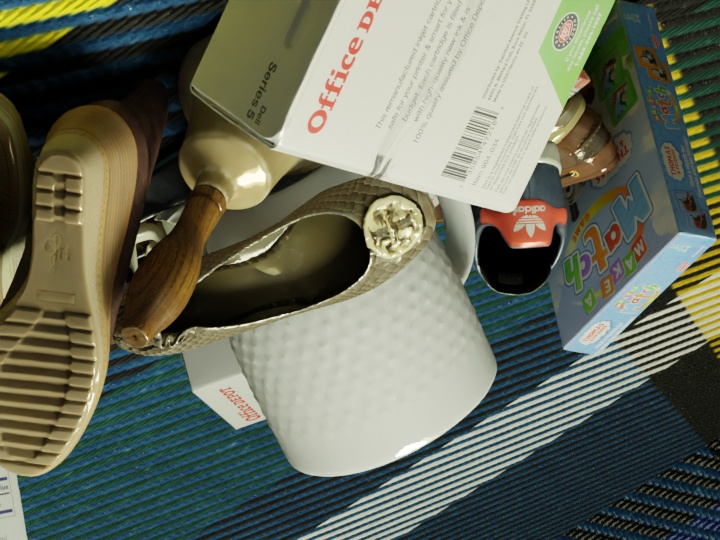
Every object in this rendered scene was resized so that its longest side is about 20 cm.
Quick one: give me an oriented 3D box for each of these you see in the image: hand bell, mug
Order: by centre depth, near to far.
[{"bbox_3d":[-0.088,-0.033,1.227,0.104,0.104,0.200,-50,-170,46],"label":"hand bell"},{"bbox_3d":[0.000,0.000,1.394,0.147,0.176,0.200,-1,-149,49],"label":"mug"}]

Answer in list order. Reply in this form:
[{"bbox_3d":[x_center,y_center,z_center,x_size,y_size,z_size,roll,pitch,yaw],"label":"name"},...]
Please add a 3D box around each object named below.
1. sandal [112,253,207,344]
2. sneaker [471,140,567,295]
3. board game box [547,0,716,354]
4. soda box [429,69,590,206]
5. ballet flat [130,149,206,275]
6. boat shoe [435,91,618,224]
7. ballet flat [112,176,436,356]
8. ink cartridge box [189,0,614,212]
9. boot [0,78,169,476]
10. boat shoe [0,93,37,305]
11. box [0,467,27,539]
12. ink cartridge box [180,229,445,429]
[{"bbox_3d":[-0.124,-0.008,1.493,0.200,0.054,0.080,-36,175,-40],"label":"sandal"},{"bbox_3d":[0.099,-0.016,1.514,0.075,0.085,0.200,-4,161,0],"label":"sneaker"},{"bbox_3d":[0.175,-0.065,1.573,0.037,0.200,0.151,8,143,-27],"label":"board game box"},{"bbox_3d":[0.053,-0.097,1.498,0.200,0.068,0.064,-39,162,21],"label":"soda box"},{"bbox_3d":[-0.142,-0.018,1.398,0.200,0.073,0.073,-28,162,-11],"label":"ballet flat"},{"bbox_3d":[0.105,-0.067,1.585,0.200,0.068,0.072,-26,-154,53],"label":"boat shoe"},{"bbox_3d":[-0.050,0.001,1.276,0.200,0.068,0.046,-19,-165,0],"label":"ballet flat"},{"bbox_3d":[0.026,-0.126,1.209,0.200,0.084,0.146,13,107,-47],"label":"ink cartridge box"},{"bbox_3d":[-0.148,0.001,1.238,0.166,0.072,0.201,-53,156,-71],"label":"boot"},{"bbox_3d":[-0.209,-0.041,1.248,0.200,0.072,0.065,101,13,-52],"label":"boat shoe"},{"bbox_3d":[-0.313,0.189,1.429,0.105,0.201,0.184,-12,175,37],"label":"box"},{"bbox_3d":[-0.027,0.035,1.636,0.200,0.086,0.146,-21,163,4],"label":"ink cartridge box"}]
